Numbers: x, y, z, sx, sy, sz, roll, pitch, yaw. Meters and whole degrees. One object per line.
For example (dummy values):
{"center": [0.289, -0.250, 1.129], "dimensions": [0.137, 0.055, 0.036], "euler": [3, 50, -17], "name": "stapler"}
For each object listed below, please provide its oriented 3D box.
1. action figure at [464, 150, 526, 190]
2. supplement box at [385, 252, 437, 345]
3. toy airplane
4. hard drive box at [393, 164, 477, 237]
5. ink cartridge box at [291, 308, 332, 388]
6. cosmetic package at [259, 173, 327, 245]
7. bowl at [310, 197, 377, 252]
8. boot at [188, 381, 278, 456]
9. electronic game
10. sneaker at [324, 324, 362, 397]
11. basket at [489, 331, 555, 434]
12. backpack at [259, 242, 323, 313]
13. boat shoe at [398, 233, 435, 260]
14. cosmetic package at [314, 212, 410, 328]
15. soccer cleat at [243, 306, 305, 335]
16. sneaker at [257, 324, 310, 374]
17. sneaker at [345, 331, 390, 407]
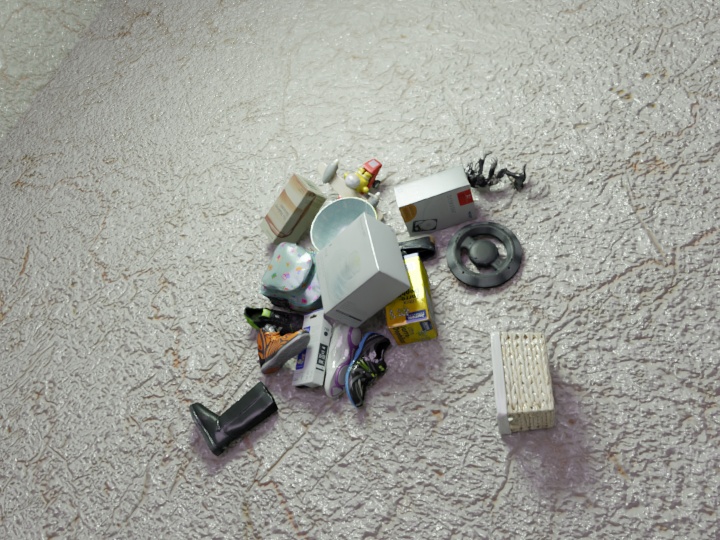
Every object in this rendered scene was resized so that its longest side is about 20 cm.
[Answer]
{"center": [0.364, -0.280, 1.676], "dimensions": [0.198, 0.119, 0.103], "euler": [8, 95, 18], "name": "action figure"}
{"center": [0.124, 0.073, 1.544], "dimensions": [0.109, 0.109, 0.201], "euler": [-14, 55, 12], "name": "supplement box"}
{"center": [-0.031, -0.241, 1.783], "dimensions": [0.198, 0.141, 0.201], "euler": [-2, 77, 4], "name": "toy airplane"}
{"center": [0.209, -0.187, 1.649], "dimensions": [0.198, 0.156, 0.077], "euler": [-18, 54, 10], "name": "hard drive box"}
{"center": [-0.124, 0.205, 1.563], "dimensions": [0.099, 0.039, 0.202], "euler": [-20, 55, 49], "name": "ink cartridge box"}
{"center": [-0.204, -0.176, 1.795], "dimensions": [0.201, 0.087, 0.103], "euler": [-54, 51, 16], "name": "cosmetic package"}
{"center": [-0.033, -0.098, 1.712], "dimensions": [0.198, 0.108, 0.202], "euler": [-9, 59, 15], "name": "bowl"}
{"center": [-0.333, 0.358, 1.565], "dimensions": [0.200, 0.066, 0.165], "euler": [-40, 62, -3], "name": "boot"}
{"center": [0.327, -0.044, 1.582], "dimensions": [0.198, 0.042, 0.202], "euler": [-5, 61, 10], "name": "electronic game"}
{"center": [-0.057, 0.233, 1.550], "dimensions": [0.099, 0.075, 0.201], "euler": [-7, 56, 44], "name": "sneaker"}
{"center": [0.360, 0.249, 1.330], "dimensions": [0.122, 0.136, 0.201], "euler": [-5, 57, 13], "name": "basket"}
{"center": [-0.165, 0.024, 1.662], "dimensions": [0.199, 0.154, 0.177], "euler": [18, 70, 17], "name": "backpack"}
{"center": [0.114, -0.043, 1.645], "dimensions": [0.198, 0.075, 0.063], "euler": [-17, 48, 4], "name": "boat shoe"}
{"center": [0.000, 0.000, 1.515], "dimensions": [0.200, 0.123, 0.200], "euler": [-38, 45, 27], "name": "cosmetic package"}
{"center": [-0.235, 0.138, 1.657], "dimensions": [0.198, 0.081, 0.068], "euler": [5, 61, 21], "name": "soccer cleat"}
{"center": [-0.217, 0.183, 1.576], "dimensions": [0.200, 0.077, 0.113], "euler": [-39, 61, 31], "name": "sneaker"}
{"center": [0.021, 0.246, 1.498], "dimensions": [0.082, 0.071, 0.201], "euler": [5, 58, 31], "name": "sneaker"}
